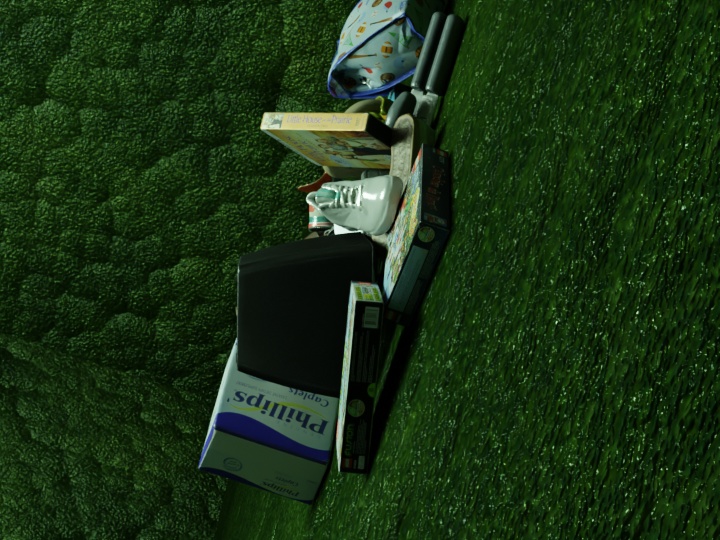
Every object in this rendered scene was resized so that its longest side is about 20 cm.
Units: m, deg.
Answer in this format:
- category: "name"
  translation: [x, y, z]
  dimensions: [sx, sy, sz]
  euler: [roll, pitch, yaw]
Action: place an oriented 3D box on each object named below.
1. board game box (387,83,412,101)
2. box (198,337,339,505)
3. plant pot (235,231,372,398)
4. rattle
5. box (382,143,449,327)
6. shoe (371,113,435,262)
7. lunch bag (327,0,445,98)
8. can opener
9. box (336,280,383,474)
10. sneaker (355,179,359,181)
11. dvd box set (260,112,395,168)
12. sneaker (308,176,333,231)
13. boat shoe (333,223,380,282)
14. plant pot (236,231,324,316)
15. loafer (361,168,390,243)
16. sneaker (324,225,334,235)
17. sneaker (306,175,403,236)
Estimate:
- category: "board game box"
  translation: [0.045, -0.197, 1.915]
  dimensions: [0.152, 0.046, 0.203]
  euler: [-86, 14, -66]
- category: "box"
  translation: [-0.130, 0.221, 1.723]
  dimensions: [0.202, 0.181, 0.106]
  euler: [-81, 13, -49]
- category: "plant pot"
  translation: [-0.078, 0.054, 1.526]
  dimensions: [0.200, 0.174, 0.204]
  euler: [-126, 38, -81]
- category: "rattle"
  translation: [0.006, -0.162, 1.737]
  dimensions: [0.199, 0.131, 0.143]
  euler: [-37, 43, -6]
- category: "box"
  translation: [0.067, -0.046, 1.374]
  dimensions: [0.201, 0.037, 0.138]
  euler: [-84, 12, -59]
- category: "shoe"
  translation: [0.064, -0.108, 1.543]
  dimensions: [0.069, 0.053, 0.204]
  euler: [3, 79, 47]
- category: "lunch bag"
  translation: [0.036, -0.384, 1.904]
  dimensions: [0.198, 0.124, 0.172]
  euler: [-27, 33, 29]
- category: "can opener"
  translation: [0.094, -0.273, 1.630]
  dimensions: [0.066, 0.052, 0.203]
  euler: [24, -95, -57]
- category: "box"
  translation: [-0.002, 0.124, 1.345]
  dimensions: [0.110, 0.034, 0.204]
  euler: [-107, 22, -79]
- category: "sneaker"
  translation: [-0.004, -0.055, 1.807]
  dimensions: [0.071, 0.081, 0.203]
  euler: [121, 164, -64]
- category: "dvd box set"
  translation: [-0.026, -0.185, 1.633]
  dimensions: [0.197, 0.146, 0.030]
  euler: [7, 76, 38]
- category: "sneaker"
  translation: [-0.032, -0.118, 1.966]
  dimensions: [0.199, 0.069, 0.095]
  euler: [-14, -78, -66]
- category: "boat shoe"
  translation: [0.000, 0.000, 1.709]
  dimensions: [0.071, 0.067, 0.204]
  euler: [-16, 69, 31]
- category: "plant pot"
  translation: [-0.091, 0.036, 2.018]
  dimensions: [0.201, 0.185, 0.187]
  euler: [-55, 11, 16]
- category: "loafer"
  translation: [0.037, -0.084, 1.655]
  dimensions: [0.201, 0.074, 0.071]
  euler: [-86, -15, -59]
- category: "sneaker"
  translation: [-0.051, -0.030, 1.839]
  dimensions: [0.199, 0.076, 0.084]
  euler: [-23, -70, -65]
- category: "sneaker"
  translation: [-0.014, -0.090, 1.509]
  dimensions: [0.199, 0.087, 0.077]
  euler: [-11, 63, 66]
